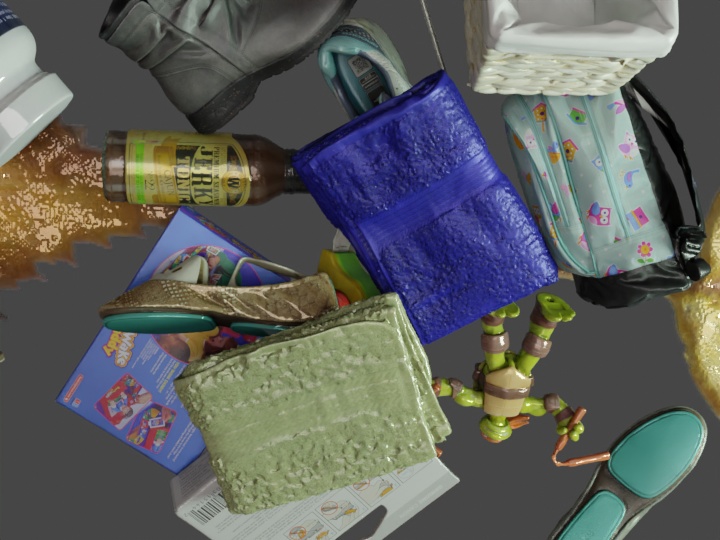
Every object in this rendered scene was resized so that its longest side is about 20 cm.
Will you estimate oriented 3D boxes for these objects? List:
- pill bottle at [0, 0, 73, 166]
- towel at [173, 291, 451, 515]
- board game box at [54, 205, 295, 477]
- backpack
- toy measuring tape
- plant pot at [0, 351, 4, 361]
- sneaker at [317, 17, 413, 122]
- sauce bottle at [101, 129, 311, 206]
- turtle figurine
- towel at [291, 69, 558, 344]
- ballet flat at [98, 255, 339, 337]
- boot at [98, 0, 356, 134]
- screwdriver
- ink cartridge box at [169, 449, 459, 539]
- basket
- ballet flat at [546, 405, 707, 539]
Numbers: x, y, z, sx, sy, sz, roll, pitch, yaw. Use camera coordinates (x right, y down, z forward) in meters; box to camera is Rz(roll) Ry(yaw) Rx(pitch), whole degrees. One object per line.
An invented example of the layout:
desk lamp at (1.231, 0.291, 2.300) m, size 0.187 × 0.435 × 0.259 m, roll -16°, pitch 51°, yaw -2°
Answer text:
pill bottle at (-0.331, -0.182, 0.829) m, size 0.116 × 0.116 × 0.200 m, roll -43°, pitch 101°, yaw 3°
towel at (-0.037, 0.111, 0.849) m, size 0.198 × 0.037 × 0.150 m, roll -20°, pitch 106°, yaw 2°
board game box at (-0.156, 0.062, 0.925) m, size 0.134 × 0.045 × 0.201 m, roll 34°, pitch 96°, yaw -10°
backpack at (0.198, -0.075, 0.879) m, size 0.125 × 0.167 × 0.202 m, roll -21°, pitch 95°, yaw 2°
toy measuring tape at (0.000, 0.000, 0.911) m, size 0.073 × 0.074 × 0.202 m, roll 12°, pitch 102°, yaw -7°
plant pot at (-0.400, -0.005, 0.826) m, size 0.198 × 0.200 × 0.200 m, roll -10°, pitch 94°, yaw -3°
sneaker at (0.029, -0.118, 0.878) m, size 0.077 × 0.086 × 0.200 m, roll -40°, pitch 95°, yaw 22°
sauce bottle at (-0.117, -0.087, 0.892) m, size 0.198 × 0.065 × 0.065 m, roll 0°, pitch 100°, yaw -5°
turtle figurine at (0.141, 0.098, 0.945) m, size 0.198 × 0.065 × 0.163 m, roll 12°, pitch 118°, yaw 2°
towel at (0.053, -0.041, 0.842) m, size 0.147 × 0.050 × 0.201 m, roll -27°, pitch 111°, yaw 21°
ballet flat at (-0.115, 0.021, 0.873) m, size 0.198 × 0.071 × 0.066 m, roll 4°, pitch 74°, yaw -7°
boot at (-0.101, -0.215, 0.835) m, size 0.200 × 0.070 × 0.132 m, roll -42°, pitch 119°, yaw 3°
screwdriver at (0.069, -0.169, 0.910) m, size 0.029 × 0.028 × 0.202 m, roll -30°, pitch 106°, yaw -28°
ink cartridge box at (-0.039, 0.187, 0.938) m, size 0.199 × 0.045 × 0.176 m, roll -38°, pitch 124°, yaw 7°
basket at (0.146, -0.238, 0.778) m, size 0.134 × 0.123 × 0.202 m, roll 1°, pitch 79°, yaw -4°
ballet flat at (0.243, 0.205, 0.980) m, size 0.067 × 0.064 × 0.200 m, roll 41°, pitch 92°, yaw 15°
